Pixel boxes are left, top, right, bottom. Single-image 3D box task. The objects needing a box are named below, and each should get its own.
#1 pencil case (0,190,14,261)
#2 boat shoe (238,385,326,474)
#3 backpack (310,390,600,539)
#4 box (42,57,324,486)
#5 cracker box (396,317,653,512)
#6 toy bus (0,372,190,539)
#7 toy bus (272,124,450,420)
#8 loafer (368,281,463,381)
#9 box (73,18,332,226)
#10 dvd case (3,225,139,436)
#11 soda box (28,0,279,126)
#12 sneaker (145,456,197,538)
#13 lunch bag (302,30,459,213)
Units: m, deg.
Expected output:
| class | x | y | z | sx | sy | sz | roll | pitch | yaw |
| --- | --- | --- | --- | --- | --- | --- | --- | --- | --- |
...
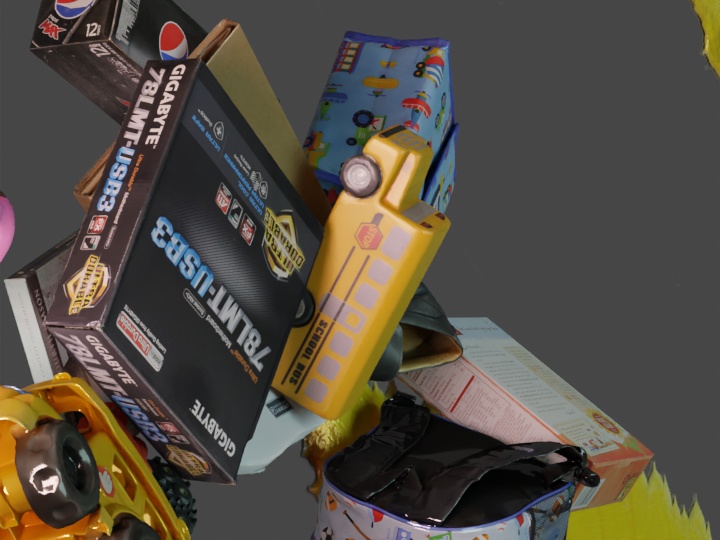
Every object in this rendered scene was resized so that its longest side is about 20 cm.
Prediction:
| class | x | y | z | sx | sy | sz | roll | pitch | yaw |
| --- | --- | --- | --- | --- | --- | --- | --- | --- | --- |
| pencil case | -0.283 | -0.051 | 1.174 | 0.091 | 0.094 | 0.200 | -44 | 144 | 5 |
| boat shoe | -0.091 | 0.115 | 1.517 | 0.072 | 0.068 | 0.200 | 52 | 22 | 6 |
| backpack | 0.053 | 0.194 | 1.669 | 0.190 | 0.199 | 0.155 | -9 | 110 | -57 |
| box | -0.106 | 0.003 | 1.366 | 0.200 | 0.049 | 0.199 | 56 | 43 | -48 |
| cracker box | 0.135 | 0.118 | 1.804 | 0.058 | 0.200 | 0.134 | -57 | 155 | 16 |
| toy bus | -0.187 | 0.131 | 1.292 | 0.201 | 0.135 | 0.192 | 61 | 22 | -27 |
| toy bus | 0.000 | 0.000 | 1.519 | 0.201 | 0.078 | 0.065 | -62 | 168 | 18 |
| loafer | 0.006 | 0.053 | 1.660 | 0.199 | 0.072 | 0.073 | -16 | 139 | -49 |
| box | -0.099 | -0.044 | 1.457 | 0.164 | 0.021 | 0.200 | -53 | 140 | -23 |
| dvd case | -0.160 | 0.034 | 1.450 | 0.200 | 0.022 | 0.147 | -40 | 121 | -55 |
| soda box | -0.136 | -0.132 | 1.458 | 0.200 | 0.070 | 0.064 | 42 | 53 | -51 |
| sneaker | -0.157 | 0.207 | 1.407 | 0.072 | 0.072 | 0.201 | 28 | 43 | -18 |
| lunch bag | 0.027 | -0.071 | 1.754 | 0.200 | 0.094 | 0.151 | 71 | 32 | -51 |
